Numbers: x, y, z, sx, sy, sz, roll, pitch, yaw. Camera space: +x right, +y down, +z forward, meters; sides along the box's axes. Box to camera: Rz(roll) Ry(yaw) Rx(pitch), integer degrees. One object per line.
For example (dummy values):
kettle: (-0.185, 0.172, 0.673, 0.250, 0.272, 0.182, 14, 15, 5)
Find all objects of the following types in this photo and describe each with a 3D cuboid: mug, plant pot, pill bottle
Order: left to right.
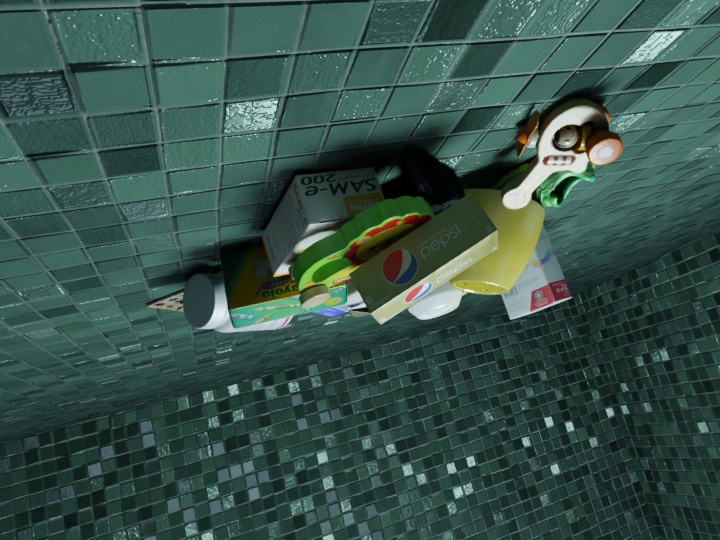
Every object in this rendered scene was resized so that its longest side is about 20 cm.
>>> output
pill bottle: (-0.225, 0.057, 1.032, 0.112, 0.116, 0.198, -25, 164, 33)
mug: (0.148, 0.005, 1.082, 0.183, 0.156, 0.150, -11, 161, -16)
plant pot: (0.216, -0.039, 0.963, 0.195, 0.145, 0.200, 8, 168, 2)

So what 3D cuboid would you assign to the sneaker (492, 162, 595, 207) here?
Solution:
sneaker: (0.302, -0.141, 0.932, 0.073, 0.085, 0.198, -2, 161, -46)

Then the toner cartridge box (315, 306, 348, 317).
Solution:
toner cartridge box: (-0.085, 0.041, 1.168, 0.042, 0.097, 0.200, -19, 167, 13)

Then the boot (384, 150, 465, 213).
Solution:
boot: (0.061, -0.102, 0.835, 0.160, 0.075, 0.197, -24, 169, 25)

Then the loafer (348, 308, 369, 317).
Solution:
loafer: (0.047, 0.089, 1.546, 0.197, 0.078, 0.067, -21, 172, 16)

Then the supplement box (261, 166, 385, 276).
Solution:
supplement box: (-0.060, -0.068, 0.812, 0.124, 0.075, 0.200, -12, 165, -28)

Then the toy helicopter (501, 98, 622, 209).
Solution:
toy helicopter: (0.266, -0.163, 0.797, 0.130, 0.080, 0.201, 16, 138, -19)

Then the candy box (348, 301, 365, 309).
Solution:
candy box: (0.068, 0.042, 1.352, 0.197, 0.073, 0.166, -5, 171, -38)

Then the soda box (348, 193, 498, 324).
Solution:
soda box: (0.087, -0.014, 0.741, 0.198, 0.068, 0.064, -33, 155, 4)

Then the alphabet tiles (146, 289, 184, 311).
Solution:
alphabet tiles: (-0.318, 0.057, 1.151, 0.164, 0.008, 0.200, -20, 166, 13)

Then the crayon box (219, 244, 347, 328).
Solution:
crayon box: (-0.130, 0.015, 0.928, 0.196, 0.120, 0.059, -12, 144, -11)

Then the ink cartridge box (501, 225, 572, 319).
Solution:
ink cartridge box: (0.411, -0.001, 1.358, 0.082, 0.204, 0.145, -9, 166, -35)

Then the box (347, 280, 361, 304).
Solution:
box: (0.000, 0.000, 1.015, 0.076, 0.097, 0.199, -7, 170, -30)

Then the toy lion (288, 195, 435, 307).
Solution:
toy lion: (0.004, -0.033, 0.764, 0.196, 0.070, 0.192, -18, 161, -18)
